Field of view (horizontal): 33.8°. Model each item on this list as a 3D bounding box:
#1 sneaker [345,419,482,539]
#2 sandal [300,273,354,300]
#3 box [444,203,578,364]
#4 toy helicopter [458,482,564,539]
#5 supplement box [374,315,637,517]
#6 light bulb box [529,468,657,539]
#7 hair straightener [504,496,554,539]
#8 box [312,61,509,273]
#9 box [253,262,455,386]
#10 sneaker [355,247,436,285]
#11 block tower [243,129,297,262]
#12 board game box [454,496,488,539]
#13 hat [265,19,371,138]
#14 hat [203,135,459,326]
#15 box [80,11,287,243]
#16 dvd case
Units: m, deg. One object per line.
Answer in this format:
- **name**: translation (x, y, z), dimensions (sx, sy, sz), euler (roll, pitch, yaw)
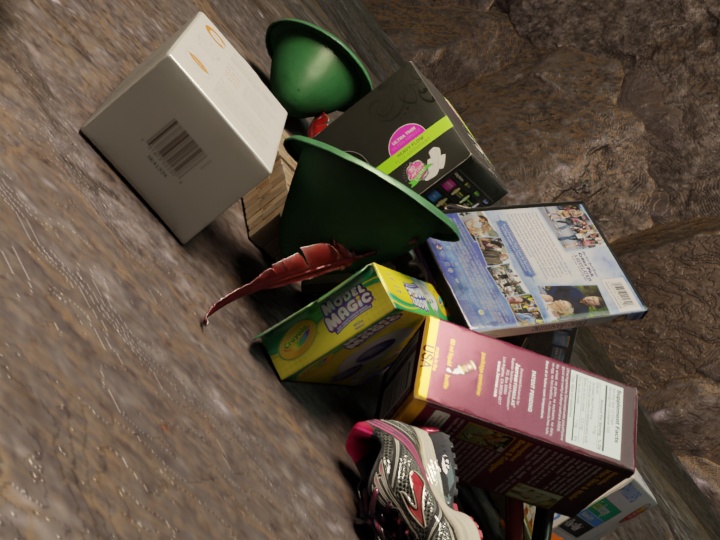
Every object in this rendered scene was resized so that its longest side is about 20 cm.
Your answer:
- **sneaker**: translation (0.035, 0.192, 0.881), dimensions (0.074, 0.081, 0.200), euler (15, 29, -21)
- **sandal**: translation (0.001, 0.000, 1.194), dimensions (0.201, 0.079, 0.058), euler (5, 75, -72)
- **box**: translation (0.144, 0.046, 1.222), dimensions (0.160, 0.201, 0.049), euler (14, 7, 10)
- **toy helicopter**: translation (0.152, 0.247, 1.133), dimensions (0.200, 0.079, 0.132), euler (-105, 168, -47)
- **supplement box**: translation (0.123, 0.128, 1.015), dimensions (0.199, 0.110, 0.086), euler (19, 54, -10)
- **light bulb box**: translation (0.216, 0.195, 1.328), dimensions (0.200, 0.125, 0.198), euler (60, 9, 26)
- **hair straightener**: translation (0.165, 0.261, 1.033), dimensions (0.077, 0.041, 0.201), euler (11, 51, -8)
- **box**: translation (0.035, -0.101, 1.332), dimensions (0.124, 0.200, 0.149), euler (31, 25, -58)
- **box**: translation (-0.001, 0.048, 1.001), dimensions (0.049, 0.117, 0.200), euler (62, 16, 18)
- **sneaker**: translation (0.062, 0.037, 1.144), dimensions (0.084, 0.080, 0.201), euler (-64, 137, -59)
- **block tower**: translation (-0.083, -0.079, 1.188), dimensions (0.054, 0.058, 0.200), euler (45, 13, -31)
- **board game box**: translation (0.087, 0.252, 0.992), dimensions (0.105, 0.023, 0.200), euler (49, 13, -26)
- **hat**: translation (-0.094, -0.206, 1.528), dimensions (0.165, 0.176, 0.200), euler (37, -20, -9)
- **hat**: translation (-0.038, -0.001, 1.001), dimensions (0.200, 0.177, 0.165), euler (32, -8, -28)
- **box**: translation (-0.142, -0.128, 1.010), dimensions (0.124, 0.097, 0.200), euler (49, 14, -16)
- **dvd case**: translation (0.156, -0.004, 1.107), dimensions (0.199, 0.018, 0.143), euler (-5, 52, -26)
